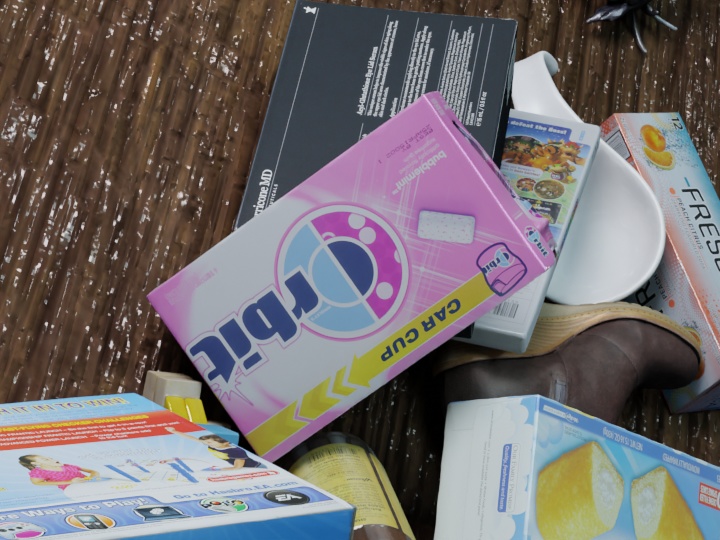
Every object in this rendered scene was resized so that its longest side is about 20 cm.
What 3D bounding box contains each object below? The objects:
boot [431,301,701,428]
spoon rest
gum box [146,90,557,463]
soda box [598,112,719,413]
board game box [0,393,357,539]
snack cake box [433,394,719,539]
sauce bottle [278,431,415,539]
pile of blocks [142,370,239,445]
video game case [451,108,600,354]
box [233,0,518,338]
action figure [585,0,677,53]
[{"bbox_3d":[0.131,0.102,1.377,0.199,0.072,0.167,11,62,-29],"label":"boot"},{"bbox_3d":[0.134,-0.064,1.478,0.061,0.099,0.200,53,16,-58],"label":"spoon rest"},{"bbox_3d":[0.000,0.000,1.220,0.114,0.200,0.066,54,11,-1],"label":"gum box"},{"bbox_3d":[0.211,-0.007,1.505,0.068,0.064,0.201,-3,63,-39],"label":"soda box"},{"bbox_3d":[-0.140,0.117,1.068,0.199,0.196,0.056,-2,105,-38],"label":"board game box"},{"bbox_3d":[0.128,0.150,1.265,0.200,0.067,0.115,23,66,-45],"label":"snack cake box"},{"bbox_3d":[0.001,0.154,1.168,0.065,0.065,0.200,26,16,-20],"label":"sauce bottle"},{"bbox_3d":[-0.063,0.138,1.182,0.062,0.082,0.201,7,56,-36],"label":"pile of blocks"},{"bbox_3d":[0.058,-0.036,1.391,0.143,0.018,0.200,12,45,13],"label":"video game case"},{"bbox_3d":[0.012,-0.064,1.344,0.141,0.079,0.200,8,49,6],"label":"box"},{"bbox_3d":[0.183,-0.260,1.628,0.119,0.200,0.102,-30,40,-21],"label":"action figure"}]
